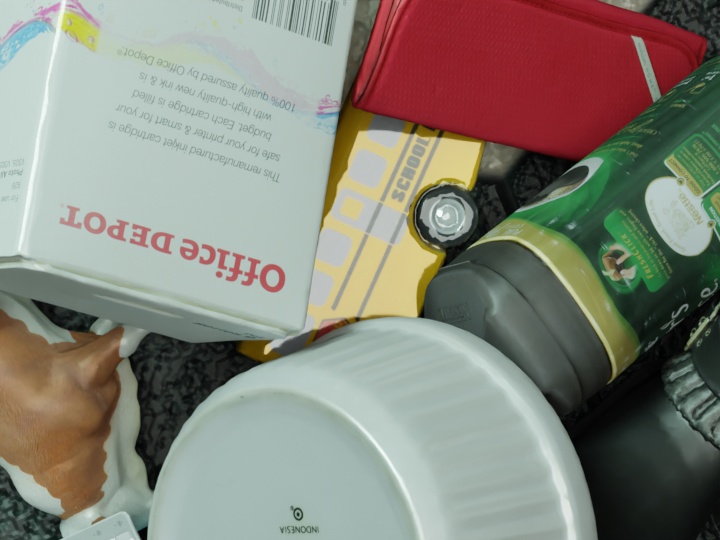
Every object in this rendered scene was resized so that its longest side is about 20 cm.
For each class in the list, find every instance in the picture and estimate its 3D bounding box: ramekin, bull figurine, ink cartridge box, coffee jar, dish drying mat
[{"bbox_3d":[-0.004,0.122,1.127,0.202,0.094,0.202,2,94,39],"label":"ramekin"},{"bbox_3d":[-0.156,0.039,1.232,0.200,0.065,0.121,38,85,-5],"label":"bull figurine"},{"bbox_3d":[-0.087,-0.080,1.118,0.145,0.087,0.200,16,76,-35],"label":"ink cartridge box"},{"bbox_3d":[0.125,-0.014,1.201,0.200,0.104,0.085,-37,97,-18],"label":"coffee jar"},{"bbox_3d":[0.084,-0.093,1.218,0.200,0.018,0.077,10,100,-41],"label":"dish drying mat"}]

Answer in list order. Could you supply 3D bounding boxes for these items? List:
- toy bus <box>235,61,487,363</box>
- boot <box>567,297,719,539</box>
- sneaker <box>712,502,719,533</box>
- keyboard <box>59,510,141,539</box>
[{"bbox_3d":[0.000,0.000,1.245,0.078,0.065,0.200,24,88,-5],"label":"toy bus"},{"bbox_3d":[0.158,0.067,1.169,0.079,0.211,0.158,47,129,-7],"label":"boot"},{"bbox_3d":[0.255,0.078,1.278,0.200,0.076,0.088,-47,125,-12],"label":"sneaker"},{"bbox_3d":[-0.177,0.173,1.214,0.200,0.011,0.056,-26,81,21],"label":"keyboard"}]
